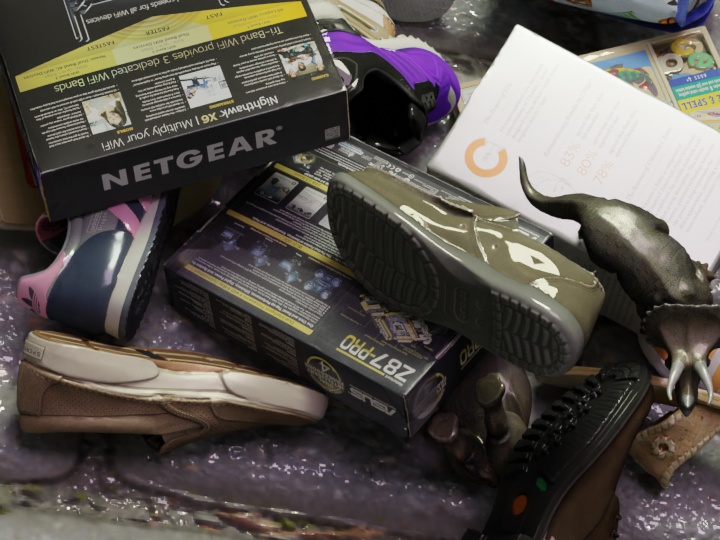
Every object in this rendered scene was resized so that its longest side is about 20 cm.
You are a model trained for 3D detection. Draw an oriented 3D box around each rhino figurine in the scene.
[{"bbox_3d":[0.080,0.055,1.560,0.060,0.088,0.200,-13,46,16],"label":"rhino figurine"}]

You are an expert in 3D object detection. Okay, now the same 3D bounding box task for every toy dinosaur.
[{"bbox_3d":[0.177,-0.008,1.496,0.077,0.102,0.200,-33,82,1],"label":"toy dinosaur"}]

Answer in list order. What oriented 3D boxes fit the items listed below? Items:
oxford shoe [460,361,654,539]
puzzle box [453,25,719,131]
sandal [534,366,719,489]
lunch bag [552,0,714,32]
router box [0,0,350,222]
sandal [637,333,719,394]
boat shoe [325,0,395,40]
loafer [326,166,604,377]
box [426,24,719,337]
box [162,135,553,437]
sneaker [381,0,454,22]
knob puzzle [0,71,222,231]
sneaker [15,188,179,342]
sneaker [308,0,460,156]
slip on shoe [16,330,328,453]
[{"bbox_3d":[0.130,0.147,1.478,0.084,0.073,0.200,39,77,-26],"label":"oxford shoe"},{"bbox_3d":[0.176,-0.099,1.716,0.200,0.025,0.133,-14,56,-6],"label":"puzzle box"},{"bbox_3d":[0.217,0.111,1.574,0.211,0.078,0.070,8,80,3],"label":"sandal"},{"bbox_3d":[0.193,-0.254,1.810,0.170,0.124,0.200,16,15,12],"label":"lunch bag"},{"bbox_3d":[-0.124,-0.129,1.510,0.200,0.052,0.157,-15,54,-9],"label":"router box"},{"bbox_3d":[0.288,0.078,1.640,0.207,0.059,0.079,39,47,11],"label":"sandal"},{"bbox_3d":[-0.067,-0.180,1.686,0.200,0.075,0.068,4,31,-21],"label":"boat shoe"},{"bbox_3d":[0.064,-0.006,1.452,0.200,0.075,0.070,33,49,24],"label":"loafer"},{"bbox_3d":[0.159,-0.055,1.618,0.200,0.098,0.125,29,72,9],"label":"box"},{"bbox_3d":[0.000,0.000,1.525,0.200,0.049,0.161,27,55,28],"label":"box"},{"bbox_3d":[-0.016,-0.267,1.793,0.200,0.076,0.114,22,46,-12],"label":"sneaker"},{"bbox_3d":[-0.173,-0.100,1.608,0.219,0.030,0.220,18,53,-25],"label":"knob puzzle"},{"bbox_3d":[-0.161,-0.041,1.517,0.082,0.070,0.200,11,42,3],"label":"sneaker"},{"bbox_3d":[0.018,-0.114,1.637,0.200,0.070,0.100,14,34,-55],"label":"sneaker"},{"bbox_3d":[-0.116,0.083,1.466,0.200,0.061,0.076,11,3,-30],"label":"slip on shoe"}]
